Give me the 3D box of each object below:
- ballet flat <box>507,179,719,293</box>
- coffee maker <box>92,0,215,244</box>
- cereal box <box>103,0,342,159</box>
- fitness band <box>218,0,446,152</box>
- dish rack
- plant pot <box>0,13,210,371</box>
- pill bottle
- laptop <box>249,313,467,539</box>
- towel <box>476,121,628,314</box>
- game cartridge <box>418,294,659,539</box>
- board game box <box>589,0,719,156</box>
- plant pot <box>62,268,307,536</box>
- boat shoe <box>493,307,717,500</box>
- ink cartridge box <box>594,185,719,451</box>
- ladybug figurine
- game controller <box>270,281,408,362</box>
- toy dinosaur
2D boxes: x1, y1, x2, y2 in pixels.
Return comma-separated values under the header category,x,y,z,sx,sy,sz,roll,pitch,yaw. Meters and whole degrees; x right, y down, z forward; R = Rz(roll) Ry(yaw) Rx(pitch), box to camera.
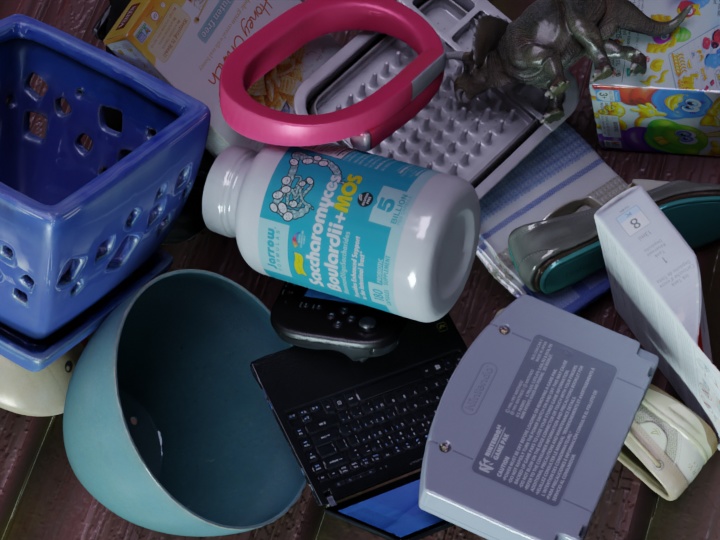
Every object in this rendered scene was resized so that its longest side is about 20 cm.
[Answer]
category,x,y,z,sx,sy,sz,roll,pitch,yaw
ballet flat,0.208,-0.041,1.485,0.199,0.068,0.064,-19,52,-15
coffee maker,-0.160,-0.147,1.579,0.133,0.192,0.202,1,63,-6
cereal box,-0.095,-0.167,1.512,0.039,0.200,0.144,-4,48,49
fitness band,-0.019,-0.152,1.462,0.143,0.038,0.200,24,45,27
dish rack,0.060,-0.131,1.537,0.171,0.044,0.200,42,65,12
plant pot,-0.250,-0.051,1.434,0.199,0.181,0.200,28,41,19
pill bottle,-0.018,-0.038,1.431,0.199,0.111,0.111,16,66,22
laptop,0.045,0.106,1.410,0.176,0.103,0.201,-17,67,-27
towel,0.140,-0.053,1.540,0.146,0.024,0.200,-34,66,-20
game cartridge,0.122,0.110,1.354,0.133,0.041,0.201,26,51,7
board game box,0.294,-0.160,1.533,0.198,0.103,0.106,5,64,16
plant pot,-0.150,0.116,1.454,0.134,0.199,0.202,-26,52,40
boat shoe,0.172,0.099,1.442,0.199,0.072,0.065,35,73,20
ink cartridge box,0.250,0.053,1.395,0.047,0.160,0.200,-33,60,-5
ladybug figurine,-0.282,0.039,1.534,0.200,0.135,0.072,50,122,46
game controller,0.000,0.000,1.503,0.103,0.042,0.200,15,37,8
toy dinosaur,0.160,-0.182,1.475,0.199,0.077,0.103,-29,69,5
